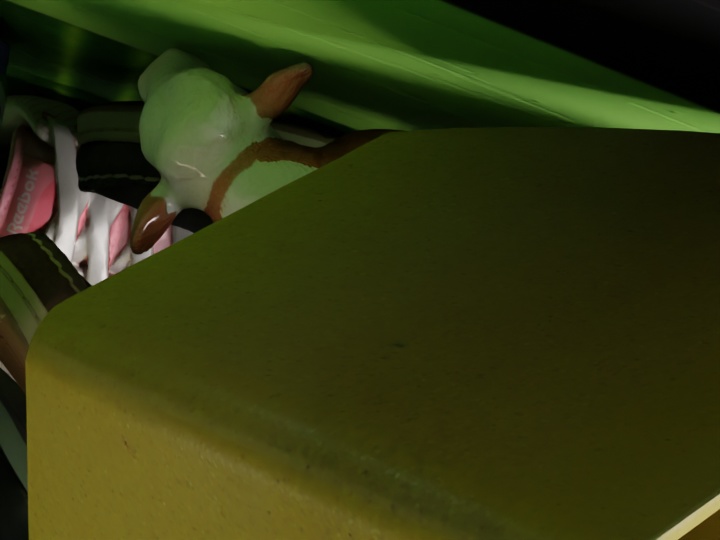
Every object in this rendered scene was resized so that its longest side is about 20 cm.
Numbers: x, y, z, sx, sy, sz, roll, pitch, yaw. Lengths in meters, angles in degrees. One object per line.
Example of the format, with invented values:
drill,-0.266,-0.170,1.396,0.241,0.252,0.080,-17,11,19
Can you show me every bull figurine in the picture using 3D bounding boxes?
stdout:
bull figurine,0.033,-0.005,0.767,0.199,0.066,0.121,20,-177,17

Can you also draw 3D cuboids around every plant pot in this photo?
plant pot,0.034,0.074,0.641,0.176,0.201,0.200,24,-144,33

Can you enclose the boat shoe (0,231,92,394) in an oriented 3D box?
boat shoe,-0.049,0.030,0.794,0.072,0.072,0.200,49,177,31

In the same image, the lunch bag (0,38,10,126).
lunch bag,-0.172,-0.004,0.763,0.127,0.171,0.200,14,177,5

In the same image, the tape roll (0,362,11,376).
tape roll,-0.114,0.081,0.965,0.199,0.085,0.200,12,-156,-6

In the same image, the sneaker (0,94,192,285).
sneaker,-0.066,-0.006,0.955,0.199,0.076,0.105,18,-179,22

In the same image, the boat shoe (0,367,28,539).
boat shoe,-0.096,0.080,0.806,0.074,0.060,0.200,48,177,-32

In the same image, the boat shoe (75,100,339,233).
boat shoe,0.000,0.000,0.886,0.200,0.066,0.072,17,172,-31
